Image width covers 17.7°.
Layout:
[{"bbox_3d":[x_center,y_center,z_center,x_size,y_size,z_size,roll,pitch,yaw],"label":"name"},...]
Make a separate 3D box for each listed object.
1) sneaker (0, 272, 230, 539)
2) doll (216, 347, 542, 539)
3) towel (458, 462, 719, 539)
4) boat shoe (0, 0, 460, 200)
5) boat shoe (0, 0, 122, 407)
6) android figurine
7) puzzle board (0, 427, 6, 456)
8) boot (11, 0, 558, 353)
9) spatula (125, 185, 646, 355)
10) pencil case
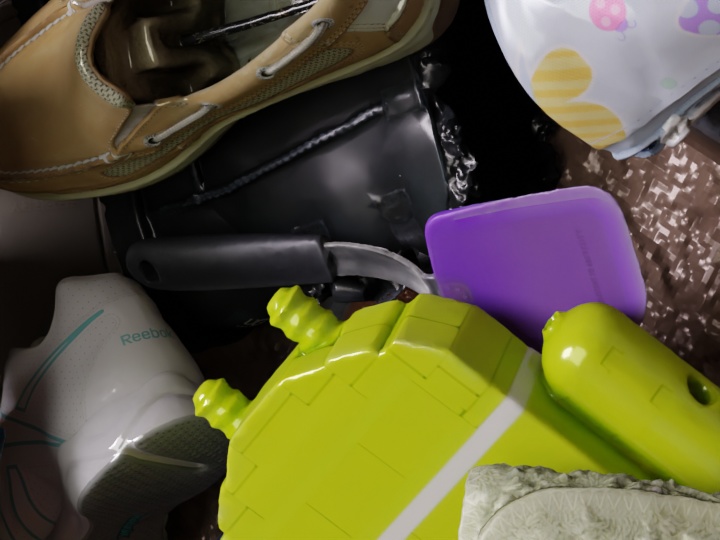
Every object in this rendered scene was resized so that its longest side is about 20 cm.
[{"bbox_3d":[-0.104,0.071,0.849,0.200,0.070,0.080,-52,55,48],"label":"sneaker"},{"bbox_3d":[0.016,0.087,0.779,0.137,0.048,0.200,49,124,10],"label":"doll"},{"bbox_3d":[0.118,0.133,0.640,0.199,0.036,0.149,4,85,3],"label":"towel"},{"bbox_3d":[-0.067,-0.071,0.732,0.200,0.076,0.072,-24,86,35],"label":"boat shoe"},{"bbox_3d":[-0.125,-0.010,0.894,0.072,0.063,0.201,2,106,-6],"label":"boat shoe"},{"bbox_3d":[0.039,0.084,0.714,0.200,0.041,0.182,36,124,-2],"label":"android figurine"},{"bbox_3d":[-0.156,0.148,0.796,0.151,0.017,0.201,130,154,-67],"label":"puzzle board"},{"bbox_3d":[-0.029,-0.072,0.791,0.162,0.073,0.199,-21,88,40],"label":"boot"},{"bbox_3d":[0.000,0.000,0.731,0.199,0.021,0.057,2,125,40],"label":"spatula"},{"bbox_3d":[0.126,-0.112,0.657,0.200,0.083,0.091,-33,59,34],"label":"pencil case"}]
